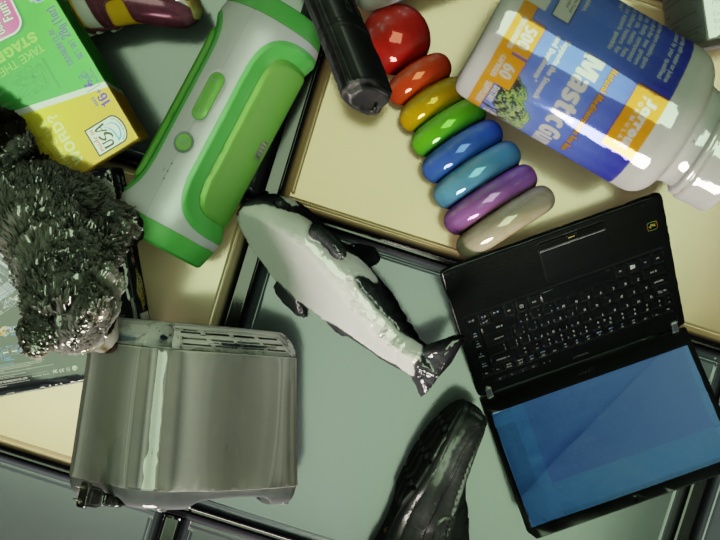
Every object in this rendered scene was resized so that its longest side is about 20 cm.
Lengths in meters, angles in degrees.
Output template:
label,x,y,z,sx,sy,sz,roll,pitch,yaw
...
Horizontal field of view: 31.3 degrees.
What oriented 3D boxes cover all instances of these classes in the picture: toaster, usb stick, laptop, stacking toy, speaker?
label,x,y,z,sx,sy,sz,roll,pitch,yaw
toaster,-0.130,0.103,0.938,0.113,0.199,0.130,1,85,42
usb stick,-0.026,-0.207,0.951,0.032,0.055,0.201,-29,69,23
laptop,0.176,0.073,0.967,0.176,0.104,0.201,-19,123,0
stacking toy,0.062,-0.112,0.978,0.085,0.085,0.201,-32,87,2
speaker,-0.106,-0.107,0.964,0.088,0.088,0.201,28,88,-1

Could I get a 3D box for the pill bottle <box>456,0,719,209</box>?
label,x,y,z,sx,sy,sz,roll,pitch,yaw
pill bottle,0.178,-0.127,0.908,0.199,0.112,0.113,30,93,1

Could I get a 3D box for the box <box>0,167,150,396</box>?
label,x,y,z,sx,sy,sz,roll,pitch,yaw
box,-0.271,0.015,0.996,0.198,0.046,0.160,-10,93,0

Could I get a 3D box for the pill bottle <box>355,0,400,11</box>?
label,x,y,z,sx,sy,sz,roll,pitch,yaw
pill bottle,0.076,-0.277,0.950,0.198,0.112,0.113,-19,93,0

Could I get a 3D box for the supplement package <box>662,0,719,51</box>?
label,x,y,z,sx,sy,sz,roll,pitch,yaw
supplement package,0.280,-0.272,0.950,0.113,0.110,0.202,-10,93,0

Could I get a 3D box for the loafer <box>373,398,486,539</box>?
label,x,y,z,sx,sy,sz,roll,pitch,yaw
loafer,0.056,0.197,0.999,0.070,0.068,0.202,22,98,-9

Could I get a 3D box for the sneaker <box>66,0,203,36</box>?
label,x,y,z,sx,sy,sz,roll,pitch,yaw
sneaker,-0.220,-0.196,0.979,0.198,0.075,0.091,15,102,5

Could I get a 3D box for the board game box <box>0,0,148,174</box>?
label,x,y,z,sx,sy,sz,roll,pitch,yaw
board game box,-0.279,-0.111,0.935,0.199,0.040,0.154,-31,98,5

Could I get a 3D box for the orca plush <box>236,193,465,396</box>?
label,x,y,z,sx,sy,sz,roll,pitch,yaw
orca plush,0.000,0.000,0.983,0.199,0.106,0.071,31,52,21

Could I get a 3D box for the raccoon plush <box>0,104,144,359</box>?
label,x,y,z,sx,sy,sz,roll,pitch,yaw
raccoon plush,-0.233,-0.023,0.859,0.199,0.134,0.097,37,108,-13
